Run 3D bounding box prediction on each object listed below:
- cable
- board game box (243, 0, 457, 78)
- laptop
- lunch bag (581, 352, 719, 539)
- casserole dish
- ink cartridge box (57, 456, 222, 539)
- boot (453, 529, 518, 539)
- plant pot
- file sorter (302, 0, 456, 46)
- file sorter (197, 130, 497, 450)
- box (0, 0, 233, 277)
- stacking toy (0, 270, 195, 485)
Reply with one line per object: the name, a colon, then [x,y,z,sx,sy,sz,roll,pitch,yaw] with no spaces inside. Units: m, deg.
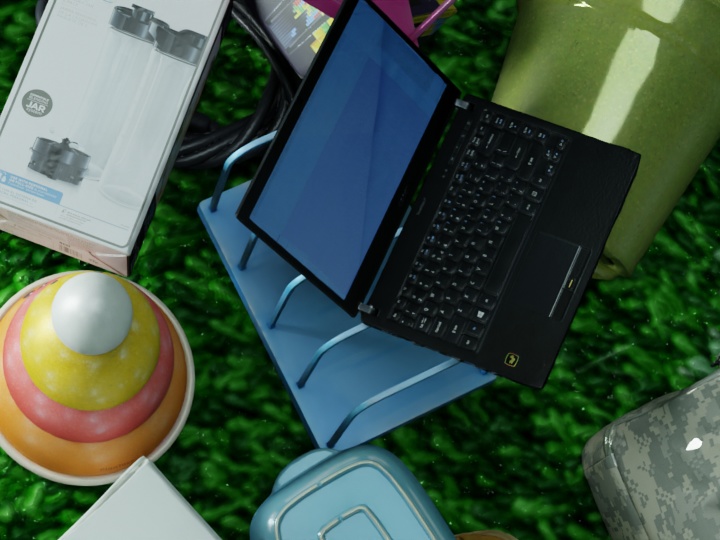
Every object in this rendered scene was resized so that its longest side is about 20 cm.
cable: [-0.128,-0.152,1.413,0.200,0.051,0.163,44,70,3]
board game box: [-0.042,-0.236,1.414,0.201,0.057,0.165,54,29,9]
laptop: [0.054,-0.052,1.262,0.199,0.103,0.178,21,70,15]
lunch bag: [0.255,0.164,1.333,0.138,0.168,0.201,-17,77,-16]
casserole dish: [0.012,0.200,1.282,0.121,0.039,0.201,-31,78,-9]
ink cartridge box: [-0.102,0.226,1.254,0.083,0.145,0.200,-42,84,-19]
boot: [0.046,0.231,1.330,0.200,0.071,0.145,29,75,3]
plant pot: [0.164,-0.102,1.402,0.199,0.200,0.185,27,80,-2]
file sorter: [0.007,-0.271,1.337,0.138,0.125,0.201,27,36,-34]
file sorter: [0.000,0.000,1.359,0.138,0.123,0.201,-24,79,-17]
box: [-0.170,-0.112,1.339,0.116,0.060,0.201,21,74,-1]
stacking toy: [-0.166,0.046,1.269,0.145,0.200,0.147,4,72,-11]
